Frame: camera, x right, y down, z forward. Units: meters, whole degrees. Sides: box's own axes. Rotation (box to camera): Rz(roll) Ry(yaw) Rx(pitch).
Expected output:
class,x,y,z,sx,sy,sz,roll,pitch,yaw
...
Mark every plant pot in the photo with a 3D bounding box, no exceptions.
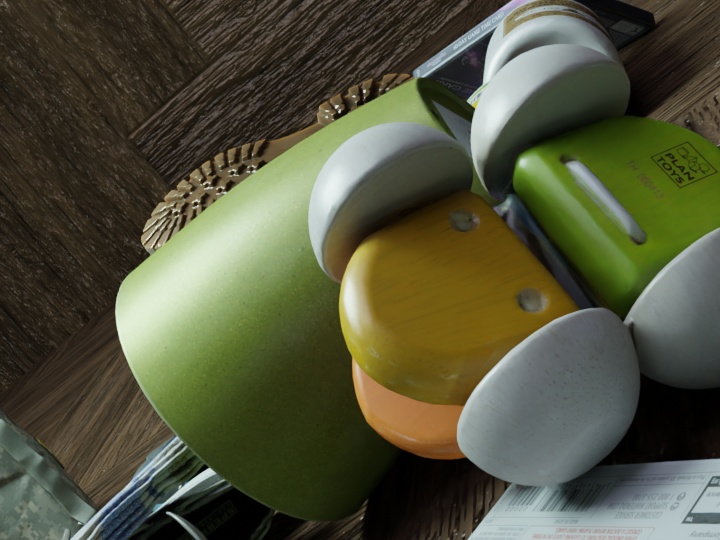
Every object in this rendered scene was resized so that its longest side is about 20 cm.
class,x,y,z,sx,sy,sz,roll,pitch,yaw
plant pot,0.000,0.000,0.726,0.200,0.187,0.187,-45,8,21

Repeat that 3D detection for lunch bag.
class,x,y,z,sx,sy,sz,roll,pitch,yaw
lunch bag,-0.328,0.203,1.190,0.199,0.164,0.118,-31,15,39

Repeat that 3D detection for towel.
class,x,y,z,sx,sy,sz,roll,pitch,yaw
towel,-0.152,0.156,0.737,0.147,0.024,0.200,-43,2,32

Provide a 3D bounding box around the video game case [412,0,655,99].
class,x,y,z,sx,sy,sz,roll,pitch,yaw
video game case,0.166,-0.215,1.292,0.199,0.141,0.019,-28,61,48

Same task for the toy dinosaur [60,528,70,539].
class,x,y,z,sx,sy,sz,roll,pitch,yaw
toy dinosaur,-0.254,0.246,0.841,0.103,0.183,0.201,-7,40,10

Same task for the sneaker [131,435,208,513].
class,x,y,z,sx,sy,sz,roll,pitch,yaw
sneaker,-0.090,0.112,1.006,0.201,0.073,0.082,-57,20,-24

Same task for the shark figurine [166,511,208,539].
class,x,y,z,sx,sy,sz,roll,pitch,yaw
shark figurine,-0.089,0.171,0.700,0.128,0.090,0.214,-43,10,-32

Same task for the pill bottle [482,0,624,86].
class,x,y,z,sx,sy,sz,roll,pitch,yaw
pill bottle,0.160,-0.168,1.113,0.114,0.115,0.200,-37,11,16

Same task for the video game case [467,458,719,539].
class,x,y,z,sx,sy,sz,roll,pitch,yaw
video game case,0.067,0.138,0.465,0.182,0.023,0.199,-46,13,-27

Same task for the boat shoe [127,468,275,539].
class,x,y,z,sx,sy,sz,roll,pitch,yaw
boat shoe,-0.133,0.190,0.811,0.200,0.071,0.064,-42,7,-17

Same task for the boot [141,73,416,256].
class,x,y,z,sx,sy,sz,roll,pitch,yaw
boot,-0.037,-0.034,0.846,0.198,0.108,0.075,-24,34,-1

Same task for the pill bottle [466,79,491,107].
class,x,y,z,sx,sy,sz,roll,pitch,yaw
pill bottle,0.110,-0.058,0.856,0.111,0.111,0.200,-37,11,16

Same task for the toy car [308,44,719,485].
class,x,y,z,sx,sy,sz,roll,pitch,yaw
toy car,0.082,0.012,0.600,0.198,0.176,0.151,-27,-33,-17
